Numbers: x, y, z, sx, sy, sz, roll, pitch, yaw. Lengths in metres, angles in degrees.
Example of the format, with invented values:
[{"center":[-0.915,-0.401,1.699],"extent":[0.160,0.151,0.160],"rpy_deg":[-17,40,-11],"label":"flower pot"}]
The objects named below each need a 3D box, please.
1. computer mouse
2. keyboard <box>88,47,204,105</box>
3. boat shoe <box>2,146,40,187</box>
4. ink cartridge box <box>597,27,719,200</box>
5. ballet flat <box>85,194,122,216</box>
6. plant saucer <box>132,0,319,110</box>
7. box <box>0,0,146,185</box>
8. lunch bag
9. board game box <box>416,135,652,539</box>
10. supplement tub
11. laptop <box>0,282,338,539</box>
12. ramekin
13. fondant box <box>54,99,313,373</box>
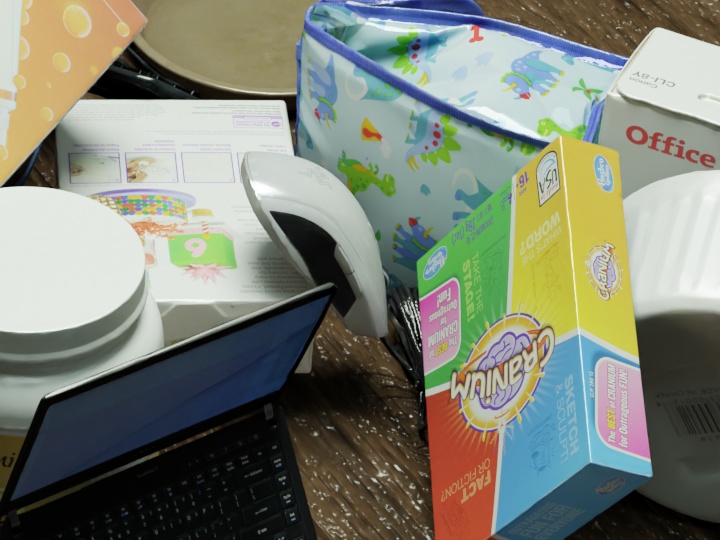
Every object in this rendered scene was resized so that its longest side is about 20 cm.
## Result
[{"center":[0.000,0.000,1.695],"extent":[0.044,0.200,0.110],"rpy_deg":[-29,37,13],"label":"computer mouse"},{"center":[-0.166,-0.135,1.900],"extent":[0.199,0.040,0.104],"rpy_deg":[20,-7,41],"label":"keyboard"},{"center":[-0.240,-0.067,1.768],"extent":[0.072,0.072,0.200],"rpy_deg":[32,46,0],"label":"boat shoe"},{"center":[0.211,-0.023,1.730],"extent":[0.145,0.201,0.083],"rpy_deg":[19,40,16],"label":"ink cartridge box"},{"center":[-0.218,0.022,1.642],"extent":[0.200,0.065,0.071],"rpy_deg":[-44,43,3],"label":"ballet flat"},{"center":[-0.065,-0.167,2.020],"extent":[0.199,0.030,0.201],"rpy_deg":[3,37,-3],"label":"plant saucer"},{"center":[-0.235,-0.113,1.663],"extent":[0.124,0.097,0.200],"rpy_deg":[49,50,-14],"label":"box"},{"center":[0.053,-0.065,1.787],"extent":[0.199,0.171,0.128],"rpy_deg":[17,40,15],"label":"lunch bag"},{"center":[0.091,0.050,1.609],"extent":[0.040,0.153,0.201],"rpy_deg":[15,55,-27],"label":"board game box"},{"center":[-0.177,0.071,1.560],"extent":[0.144,0.201,0.145],"rpy_deg":[3,38,-2],"label":"supplement tub"},{"center":[-0.081,0.125,1.488],"extent":[0.177,0.201,0.103],"rpy_deg":[-21,13,-30],"label":"laptop"},{"center":[0.209,0.050,1.645],"extent":[0.199,0.201,0.098],"rpy_deg":[14,46,11],"label":"ramekin"},{"center":[-0.107,-0.023,1.753],"extent":[0.143,0.058,0.200],"rpy_deg":[0,37,-8],"label":"fondant box"}]
